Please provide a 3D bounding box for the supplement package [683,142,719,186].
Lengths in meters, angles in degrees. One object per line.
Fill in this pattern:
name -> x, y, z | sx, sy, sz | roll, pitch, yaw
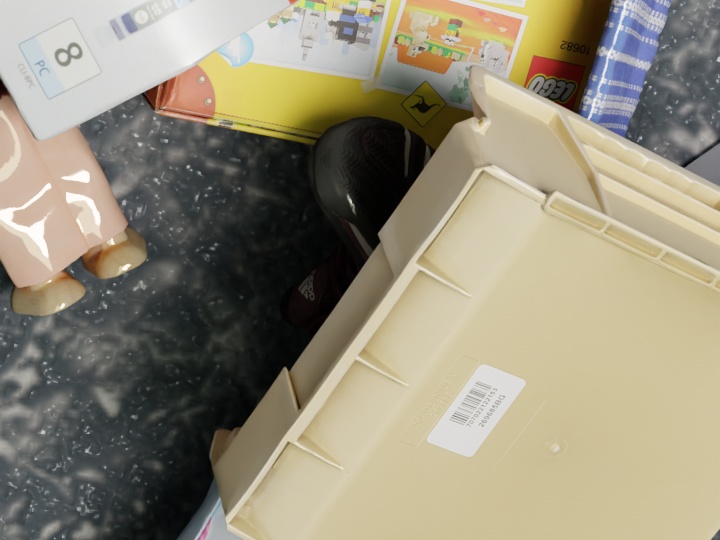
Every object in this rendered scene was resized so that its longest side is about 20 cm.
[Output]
supplement package -> 0.256, 0.026, 1.069 | 0.191, 0.147, 0.200 | -34, 115, -2

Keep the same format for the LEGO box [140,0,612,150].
LEGO box -> 0.013, -0.131, 0.981 | 0.200, 0.077, 0.149 | 10, 107, -19

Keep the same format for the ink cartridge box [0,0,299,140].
ink cartridge box -> -0.081, -0.167, 0.882 | 0.200, 0.047, 0.160 | -25, 102, 10

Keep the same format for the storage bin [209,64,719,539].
storage bin -> 0.068, 0.048, 0.895 | 0.198, 0.094, 0.200 | 24, 115, -26

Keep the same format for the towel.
towel -> 0.127, -0.109, 0.980 | 0.024, 0.145, 0.200 | 18, 97, 10

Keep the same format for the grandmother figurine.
grandmother figurine -> -0.168, -0.079, 0.964 | 0.121, 0.061, 0.200 | -35, 115, -32

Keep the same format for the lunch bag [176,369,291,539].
lunch bag -> 0.003, 0.161, 1.032 | 0.200, 0.127, 0.170 | 44, 63, -22

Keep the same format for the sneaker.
sneaker -> 0.000, 0.000, 0.991 | 0.115, 0.076, 0.200 | -11, 152, 27
